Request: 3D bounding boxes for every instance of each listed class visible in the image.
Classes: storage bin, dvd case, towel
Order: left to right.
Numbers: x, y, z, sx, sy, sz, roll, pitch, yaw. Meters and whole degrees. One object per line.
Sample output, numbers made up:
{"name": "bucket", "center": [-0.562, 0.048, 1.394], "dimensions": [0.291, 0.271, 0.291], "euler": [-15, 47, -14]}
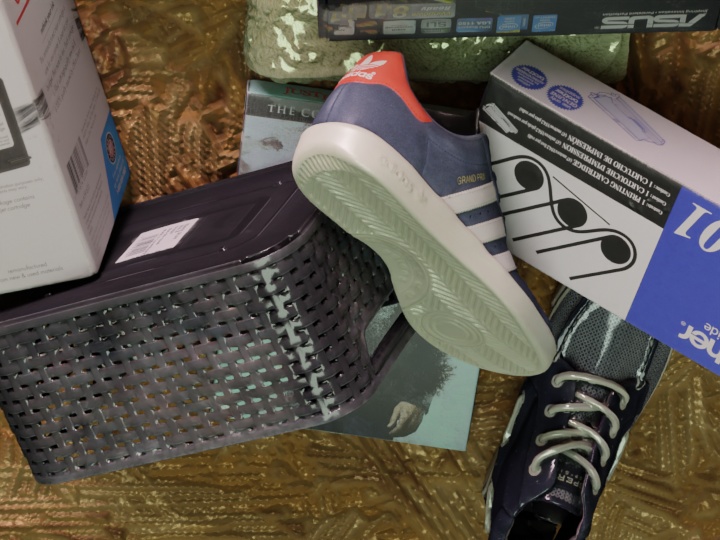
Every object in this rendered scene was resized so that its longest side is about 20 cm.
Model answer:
{"name": "storage bin", "center": [-0.082, 0.022, 1.402], "dimensions": [0.200, 0.135, 0.094], "euler": [-13, 111, 26]}
{"name": "dvd case", "center": [0.000, 0.000, 1.474], "dimensions": [0.146, 0.022, 0.200], "euler": [9, 118, -1]}
{"name": "towel", "center": [0.039, -0.158, 1.373], "dimensions": [0.200, 0.036, 0.148], "euler": [1, 119, 4]}

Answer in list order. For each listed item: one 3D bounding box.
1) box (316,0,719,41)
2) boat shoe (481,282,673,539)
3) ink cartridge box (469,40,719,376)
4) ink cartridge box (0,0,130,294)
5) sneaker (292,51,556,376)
{"name": "box", "center": [0.078, -0.169, 1.276], "dimensions": [0.200, 0.049, 0.161], "euler": [-1, 154, -3]}
{"name": "boat shoe", "center": [0.120, 0.080, 1.468], "dimensions": [0.075, 0.093, 0.200], "euler": [16, 119, -5]}
{"name": "ink cartridge box", "center": [0.144, -0.022, 1.361], "dimensions": [0.200, 0.044, 0.094], "euler": [30, 132, 14]}
{"name": "ink cartridge box", "center": [-0.181, -0.103, 1.376], "dimensions": [0.067, 0.116, 0.200], "euler": [-11, 117, 11]}
{"name": "sneaker", "center": [0.046, -0.029, 1.354], "dimensions": [0.075, 0.085, 0.200], "euler": [0, 143, 36]}
